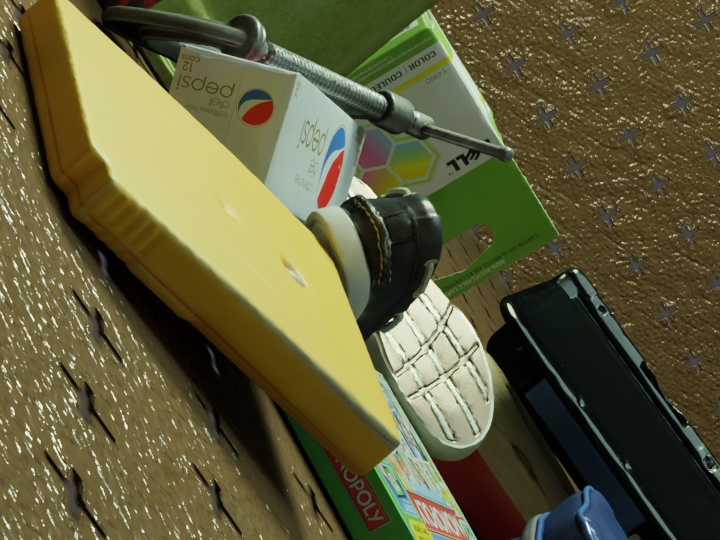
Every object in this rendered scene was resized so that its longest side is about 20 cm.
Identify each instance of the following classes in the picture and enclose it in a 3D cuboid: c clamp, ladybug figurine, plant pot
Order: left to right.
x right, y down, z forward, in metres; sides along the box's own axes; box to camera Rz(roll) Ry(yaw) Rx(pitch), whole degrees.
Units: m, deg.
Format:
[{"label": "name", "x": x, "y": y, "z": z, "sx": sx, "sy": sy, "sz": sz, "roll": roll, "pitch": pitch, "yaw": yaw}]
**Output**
[{"label": "plant pot", "x": -0.044, "y": -0.187, "z": 1.502, "sx": 0.200, "sy": 0.184, "sz": 0.200, "roll": 58, "pitch": 5, "yaw": -9}, {"label": "c clamp", "x": -0.037, "y": -0.109, "z": 1.343, "sx": 0.200, "sy": 0.027, "sz": 0.171, "roll": 20, "pitch": -4, "yaw": -43}, {"label": "ladybug figurine", "x": 0.087, "y": 0.132, "z": 1.528, "sx": 0.200, "sy": 0.072, "sz": 0.136, "roll": 60, "pitch": 5, "yaw": 7}]

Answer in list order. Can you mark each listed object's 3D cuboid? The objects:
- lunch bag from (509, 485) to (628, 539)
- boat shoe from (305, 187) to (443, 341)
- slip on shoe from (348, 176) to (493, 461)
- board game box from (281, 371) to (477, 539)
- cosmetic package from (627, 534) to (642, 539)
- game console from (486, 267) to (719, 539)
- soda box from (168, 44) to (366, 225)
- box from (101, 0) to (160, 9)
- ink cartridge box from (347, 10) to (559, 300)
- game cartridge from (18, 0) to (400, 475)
[{"label": "lunch bag", "x": 0.098, "y": 0.179, "z": 1.102, "sx": 0.136, "sy": 0.132, "sz": 0.200, "roll": 59, "pitch": 7, "yaw": 2}, {"label": "boat shoe", "x": 0.000, "y": 0.000, "z": 1.292, "sx": 0.200, "sy": 0.060, "sz": 0.074, "roll": 116, "pitch": -44, "yaw": -73}, {"label": "slip on shoe", "x": 0.010, "y": 0.034, "z": 1.428, "sx": 0.076, "sy": 0.061, "sz": 0.200, "roll": -13, "pitch": 59, "yaw": -37}, {"label": "board game box", "x": 0.010, "y": 0.102, "z": 1.258, "sx": 0.135, "sy": 0.029, "sz": 0.200, "roll": 59, "pitch": 6, "yaw": 16}, {"label": "cosmetic package", "x": 0.158, "y": 0.253, "z": 1.370, "sx": 0.073, "sy": 0.104, "sz": 0.200, "roll": 54, "pitch": 7, "yaw": -34}, {"label": "game console", "x": 0.140, "y": 0.111, "z": 1.503, "sx": 0.200, "sy": 0.116, "sz": 0.176, "roll": 55, "pitch": -35, "yaw": 8}, {"label": "soda box", "x": -0.051, "y": -0.065, "z": 1.299, "sx": 0.064, "sy": 0.068, "sz": 0.200, "roll": 15, "pitch": -3, "yaw": 12}, {"label": "box", "x": -0.087, "y": -0.246, "z": 1.365, "sx": 0.137, "sy": 0.200, "sz": 0.039, "roll": 57, "pitch": 9, "yaw": -10}, {"label": "ink cartridge box", "x": 0.033, "y": -0.057, "z": 1.661, "sx": 0.200, "sy": 0.148, "sz": 0.076, "roll": 57, "pitch": 7, "yaw": -19}, {"label": "game cartridge", "x": -0.070, "y": -0.018, "z": 1.085, "sx": 0.200, "sy": 0.032, "sz": 0.176, "roll": 43, "pitch": 13, "yaw": -30}]
